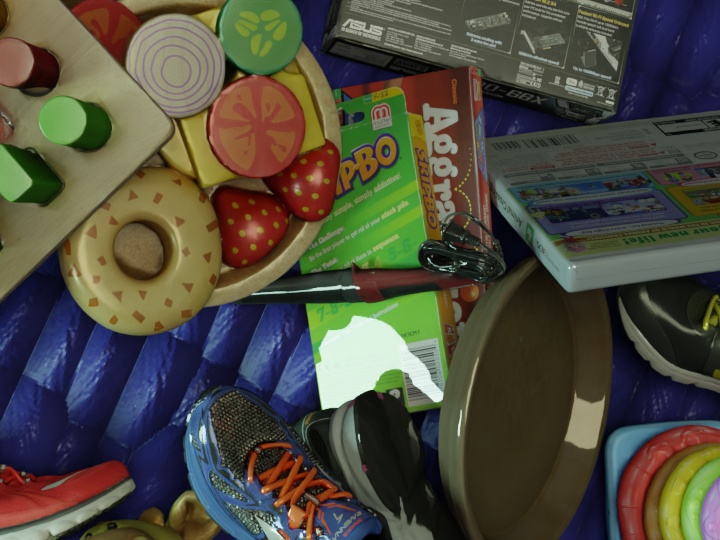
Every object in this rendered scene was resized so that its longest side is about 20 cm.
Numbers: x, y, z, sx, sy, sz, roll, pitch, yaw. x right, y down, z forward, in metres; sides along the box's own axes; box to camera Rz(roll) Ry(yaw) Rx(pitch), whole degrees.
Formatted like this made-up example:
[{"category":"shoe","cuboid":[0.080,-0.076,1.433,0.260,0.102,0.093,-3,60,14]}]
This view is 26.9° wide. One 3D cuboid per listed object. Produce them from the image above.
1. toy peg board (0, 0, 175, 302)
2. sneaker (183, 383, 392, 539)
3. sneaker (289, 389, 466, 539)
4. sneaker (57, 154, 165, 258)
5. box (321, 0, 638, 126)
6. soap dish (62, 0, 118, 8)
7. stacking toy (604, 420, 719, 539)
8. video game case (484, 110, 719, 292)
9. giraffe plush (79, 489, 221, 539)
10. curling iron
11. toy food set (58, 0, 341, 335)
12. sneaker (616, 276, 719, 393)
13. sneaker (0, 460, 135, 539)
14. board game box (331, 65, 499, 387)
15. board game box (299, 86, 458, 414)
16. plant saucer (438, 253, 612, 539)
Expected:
[{"category":"toy peg board","cuboid":[-0.241,-0.083,0.811,0.200,0.098,0.199,-43,93,1]},{"category":"sneaker","cuboid":[-0.023,0.143,0.856,0.200,0.078,0.075,50,55,-1]},{"category":"sneaker","cuboid":[0.012,0.166,0.950,0.080,0.086,0.201,-39,113,-51]},{"category":"sneaker","cuboid":[-0.194,-0.071,0.924,0.199,0.076,0.116,16,81,-11]},{"category":"box","cuboid":[0.087,-0.199,1.000,0.198,0.050,0.159,13,83,-9]},{"category":"soap dish","cuboid":[-0.139,-0.243,0.947,0.198,0.081,0.159,-9,87,-10]},{"category":"stacking toy","cuboid":[0.231,0.151,0.921,0.109,0.200,0.117,-1,85,-10]},{"category":"video game case","cuboid":[0.186,-0.049,0.945,0.198,0.182,0.022,-8,120,-14]},{"category":"giraffe plush","cuboid":[-0.125,0.216,0.878,0.171,0.200,0.163,-11,69,-18]},{"category":"curling iron","cuboid":[0.000,0.000,0.923,0.050,0.199,0.026,62,37,-26]},{"category":"toy food set","cuboid":[-0.104,-0.074,0.900,0.199,0.049,0.199,-22,101,-15]},{"category":"sneaker","cuboid":[0.260,0.046,0.987,0.199,0.085,0.075,33,53,-12]},{"category":"sneaker","cuboid":[-0.236,0.134,0.902,0.198,0.077,0.086,-11,82,-12]},{"category":"board game box","cuboid":[0.035,-0.023,0.962,0.102,0.019,0.202,-6,85,28]},{"category":"board game box","cuboid":[0.006,-0.008,0.951,0.095,0.030,0.202,-12,85,29]},{"category":"plant saucer","cuboid":[0.103,0.084,0.933,0.029,0.200,0.202,10,81,34]}]
